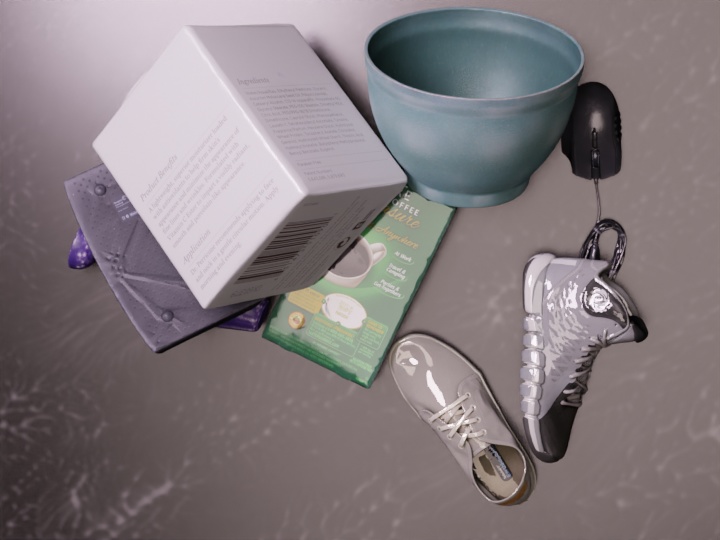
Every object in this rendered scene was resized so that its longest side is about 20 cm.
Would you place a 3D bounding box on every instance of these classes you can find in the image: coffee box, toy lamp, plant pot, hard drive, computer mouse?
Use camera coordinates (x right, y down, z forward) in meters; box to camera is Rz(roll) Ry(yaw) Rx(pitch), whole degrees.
[{"bbox_3d":[0.000,0.000,1.670,0.123,0.044,0.201,25,98,6],"label":"coffee box"},{"bbox_3d":[-0.187,0.008,1.690,0.199,0.058,0.058,21,97,5],"label":"toy lamp"},{"bbox_3d":[0.101,-0.142,1.585,0.199,0.201,0.135,6,121,7],"label":"plant pot"},{"bbox_3d":[-0.188,-0.024,1.653,0.135,0.042,0.200,-26,70,-12],"label":"hard drive"},{"bbox_3d":[0.224,-0.079,1.638,0.058,0.034,0.201,-4,95,7],"label":"computer mouse"}]

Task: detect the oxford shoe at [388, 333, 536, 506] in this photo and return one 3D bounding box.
[{"bbox_3d":[0.100,0.144,1.662,0.075,0.058,0.200,-37,87,11],"label":"oxford shoe"}]

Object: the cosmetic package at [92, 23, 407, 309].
[{"bbox_3d":[-0.101,-0.099,1.571,0.165,0.165,0.200,-45,71,31],"label":"cosmetic package"}]

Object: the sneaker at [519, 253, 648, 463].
[{"bbox_3d":[0.213,0.084,1.621,0.115,0.075,0.201,0,94,22],"label":"sneaker"}]
